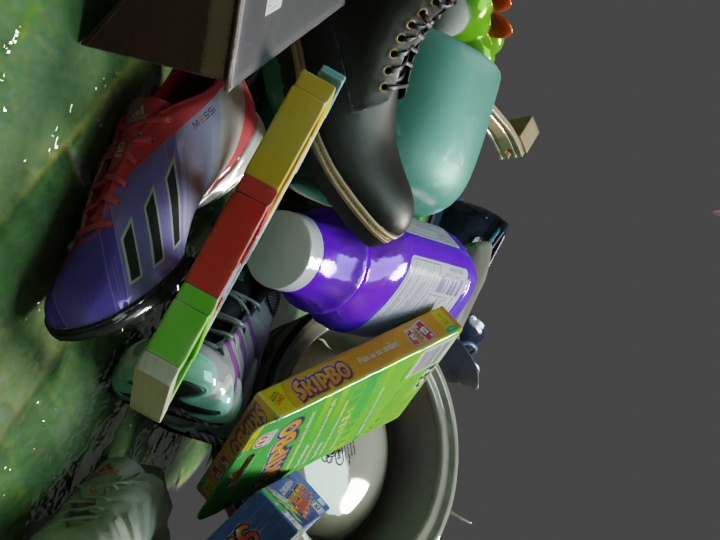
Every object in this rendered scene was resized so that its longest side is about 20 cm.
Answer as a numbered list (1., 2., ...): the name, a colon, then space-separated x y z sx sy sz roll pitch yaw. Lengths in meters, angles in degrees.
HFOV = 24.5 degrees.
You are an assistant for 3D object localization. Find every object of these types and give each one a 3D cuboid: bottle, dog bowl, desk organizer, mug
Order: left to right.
1. desk organizer: -0.064 -0.157 0.839 0.200 0.077 0.072 -54 157 -65
2. dog bowl: -0.021 0.122 1.151 0.200 0.074 0.202 10 76 -47
3. mug: -0.006 -0.104 1.111 0.152 0.184 0.115 3 -105 67
4. bottle: 0.000 0.000 1.054 0.084 0.065 0.200 -49 153 16

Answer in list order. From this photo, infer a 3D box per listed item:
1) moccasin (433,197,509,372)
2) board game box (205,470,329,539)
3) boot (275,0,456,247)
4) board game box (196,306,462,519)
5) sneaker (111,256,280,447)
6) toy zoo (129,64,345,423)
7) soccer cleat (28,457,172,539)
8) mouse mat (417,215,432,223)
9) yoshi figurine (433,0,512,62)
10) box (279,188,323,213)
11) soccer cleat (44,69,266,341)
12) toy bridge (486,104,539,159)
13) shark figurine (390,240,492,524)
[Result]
1. moccasin: 0.072 0.040 1.346 0.080 0.068 0.201 61 44 -82
2. board game box: -0.108 0.203 0.980 0.200 0.034 0.135 -44 174 4
3. boot: 0.024 -0.125 0.960 0.201 0.138 0.077 67 21 -11
4. board game box: -0.022 0.087 1.034 0.200 0.030 0.096 -26 156 -48
5. sneaker: -0.092 0.024 1.006 0.200 0.077 0.141 106 0 -78
6. toy zoo: -0.061 -0.022 0.852 0.201 0.020 0.131 -62 -178 -15
7. soccer cleat: -0.143 0.142 0.917 0.200 0.069 0.078 66 31 -83
8. mouse mat: 0.055 -0.074 1.283 0.161 0.007 0.201 88 20 -63
9. yoshi figurine: 0.024 -0.213 1.122 0.112 0.112 0.200 -36 123 -5
10. box: 0.003 -0.089 1.275 0.075 0.100 0.201 -24 129 -78
11. soccer cleat: -0.110 -0.044 0.839 0.200 0.068 0.073 -59 139 -45
12. toy bridge: 0.080 -0.168 1.221 0.067 0.027 0.201 -56 131 -46
13. shark figurine: 0.056 0.089 1.241 0.128 0.089 0.216 -4 109 -50
